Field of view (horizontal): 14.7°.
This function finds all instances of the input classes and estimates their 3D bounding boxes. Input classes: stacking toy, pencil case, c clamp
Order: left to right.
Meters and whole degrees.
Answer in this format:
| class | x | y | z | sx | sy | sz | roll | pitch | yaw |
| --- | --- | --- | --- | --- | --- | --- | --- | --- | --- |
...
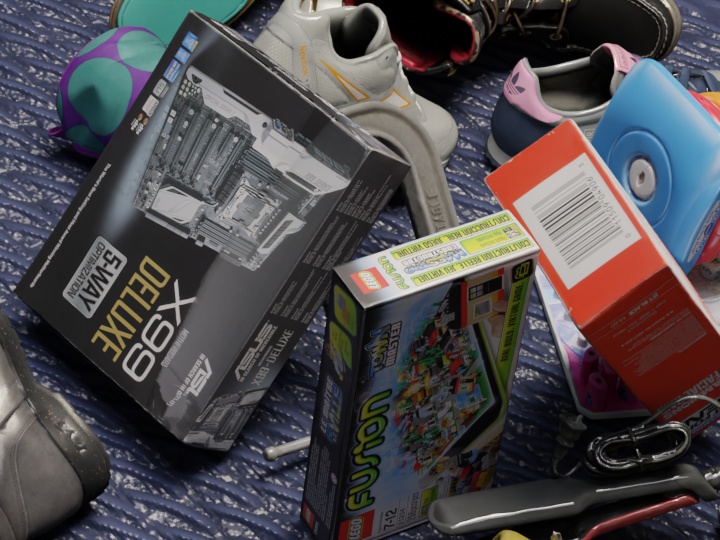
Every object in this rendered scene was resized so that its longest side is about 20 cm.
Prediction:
| class | x | y | z | sx | sy | sz | roll | pitch | yaw |
| --- | --- | --- | --- | --- | --- | --- | --- | --- | --- |
| pencil case | -0.100 | -0.063 | 1.698 | 0.200 | 0.092 | 0.085 | 43 | 10 | 31 |
| c clamp | 0.000 | 0.000 | 1.623 | 0.171 | 0.027 | 0.200 | -8 | 83 | -35 |
| stacking toy | 0.248 | -0.066 | 1.723 | 0.200 | 0.116 | 0.110 | -8 | 45 | -35 |

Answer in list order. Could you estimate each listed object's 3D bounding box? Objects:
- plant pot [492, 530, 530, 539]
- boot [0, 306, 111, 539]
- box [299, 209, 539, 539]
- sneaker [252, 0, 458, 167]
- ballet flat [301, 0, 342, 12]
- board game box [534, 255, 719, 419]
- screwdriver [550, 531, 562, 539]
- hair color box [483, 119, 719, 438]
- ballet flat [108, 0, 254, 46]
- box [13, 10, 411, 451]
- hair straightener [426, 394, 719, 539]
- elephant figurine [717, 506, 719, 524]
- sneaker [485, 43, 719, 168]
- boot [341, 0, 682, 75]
| class | x | y | z | sx | sy | sz | roll | pitch | yaw |
| --- | --- | --- | --- | --- | --- | --- | --- | --- | --- |
| plant pot | 0.097 | 0.257 | 1.340 | 0.189 | 0.201 | 0.201 | 32 | 47 | 1 |
| boot | -0.239 | 0.078 | 1.507 | 0.200 | 0.070 | 0.132 | 47 | 52 | 8 |
| box | 0.030 | 0.064 | 1.506 | 0.110 | 0.200 | 0.035 | -19 | 50 | -24 |
| sneaker | 0.006 | -0.115 | 1.717 | 0.200 | 0.092 | 0.076 | 12 | 26 | -52 |
| ballet flat | -0.024 | -0.172 | 1.837 | 0.069 | 0.063 | 0.200 | 7 | 44 | -2 |
| board game box | 0.209 | 0.004 | 1.721 | 0.200 | 0.026 | 0.200 | -3 | 46 | -12 |
| screwdriver | 0.106 | 0.158 | 1.434 | 0.028 | 0.200 | 0.029 | -30 | 63 | -3 |
| hair color box | 0.148 | 0.011 | 1.547 | 0.064 | 0.200 | 0.111 | -35 | 59 | 7 |
| ballet flat | -0.088 | -0.212 | 1.853 | 0.200 | 0.068 | 0.072 | -43 | 16 | -7 |
| box | -0.087 | -0.022 | 1.587 | 0.158 | 0.200 | 0.050 | 39 | 11 | 31 |
| hair straightener | 0.132 | 0.115 | 1.531 | 0.200 | 0.077 | 0.041 | -13 | 28 | -3 |
| elephant figurine | 0.265 | 0.138 | 1.466 | 0.155 | 0.200 | 0.142 | 17 | 45 | 9 |
| sneaker | 0.181 | -0.110 | 1.792 | 0.200 | 0.082 | 0.070 | -12 | 47 | -20 |
| boot | 0.096 | -0.168 | 1.818 | 0.200 | 0.073 | 0.151 | 26 | 31 | 16 |
